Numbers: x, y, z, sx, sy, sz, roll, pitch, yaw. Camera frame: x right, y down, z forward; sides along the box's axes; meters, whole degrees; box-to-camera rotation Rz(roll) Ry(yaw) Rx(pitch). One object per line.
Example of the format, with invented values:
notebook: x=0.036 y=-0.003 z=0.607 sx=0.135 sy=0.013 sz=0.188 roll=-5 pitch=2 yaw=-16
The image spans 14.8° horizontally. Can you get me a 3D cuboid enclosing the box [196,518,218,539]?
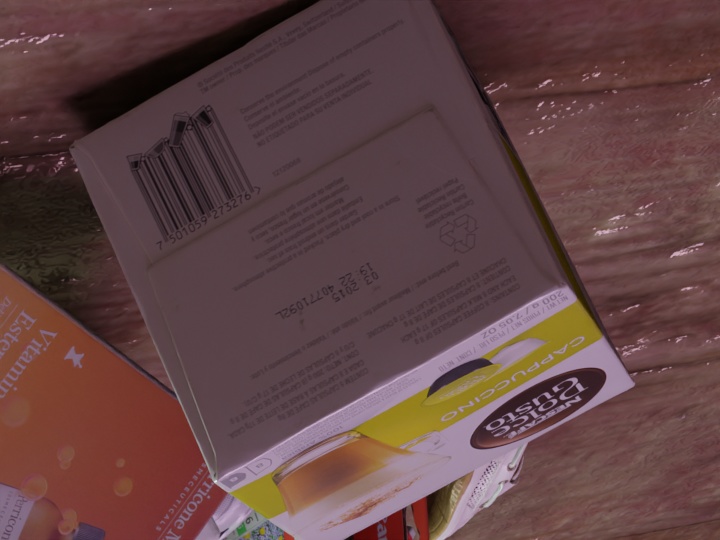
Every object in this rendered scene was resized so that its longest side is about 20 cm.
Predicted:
box: x=-0.204 y=0.152 z=1.625 sx=0.200 sy=0.106 sz=0.152 roll=-31 pitch=-171 yaw=-11

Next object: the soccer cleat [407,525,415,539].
soccer cleat: x=-0.009 y=0.200 z=2.070 sx=0.085 sy=0.069 sz=0.200 roll=-55 pitch=162 yaw=-18

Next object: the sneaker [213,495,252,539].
sneaker: x=-0.161 y=0.164 z=1.850 sx=0.199 sy=0.075 sz=0.115 roll=-13 pitch=175 yaw=-7

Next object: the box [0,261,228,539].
box: x=-0.187 y=0.092 z=1.459 sx=0.200 sy=0.106 sz=0.152 roll=39 pitch=84 yaw=-30

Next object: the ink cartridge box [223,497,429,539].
ink cartridge box: x=-0.044 y=0.198 z=1.948 sx=0.200 sy=0.109 sz=0.050 roll=-14 pitch=163 yaw=36

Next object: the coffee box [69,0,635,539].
coffee box: x=0.000 y=0.000 z=1.435 sx=0.199 sy=0.200 sz=0.198 roll=-28 pitch=158 yaw=6

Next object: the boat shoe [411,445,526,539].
boat shoe: x=0.089 y=0.144 z=2.047 sx=0.069 sy=0.071 sz=0.200 roll=-8 pitch=155 yaw=-21
